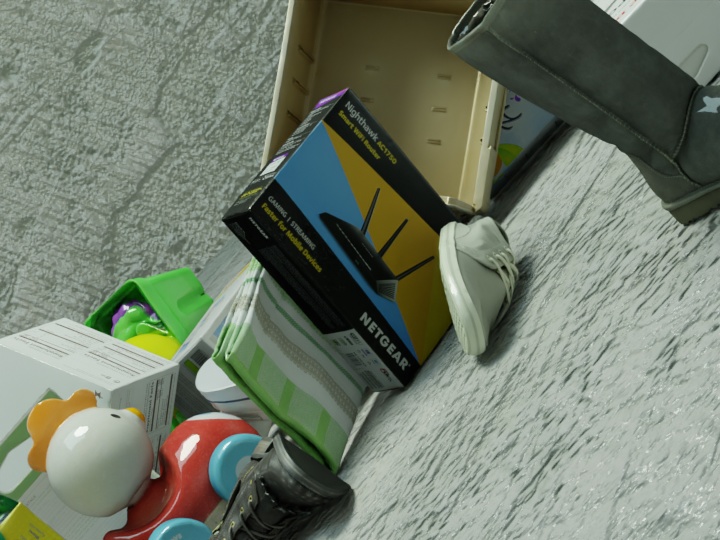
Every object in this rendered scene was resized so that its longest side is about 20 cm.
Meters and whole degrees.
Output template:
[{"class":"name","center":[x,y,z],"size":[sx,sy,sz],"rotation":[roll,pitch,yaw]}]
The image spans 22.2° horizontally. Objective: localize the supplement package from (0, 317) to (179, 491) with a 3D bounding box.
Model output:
[{"class":"supplement package","center":[-0.284,0.173,1.832],"size":[0.111,0.155,0.202],"rotation":[-19,-57,-57]}]

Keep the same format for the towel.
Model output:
[{"class":"towel","center":[-0.040,0.051,1.502],"size":[0.031,0.149,0.201],"rotation":[-30,26,33]}]

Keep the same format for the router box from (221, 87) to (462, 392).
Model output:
[{"class":"router box","center":[0.001,-0.024,1.498],"size":[0.051,0.200,0.149],"rotation":[-13,34,54]}]

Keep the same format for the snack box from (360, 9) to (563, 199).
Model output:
[{"class":"snack box","center":[0.128,-0.197,1.739],"size":[0.200,0.169,0.068],"rotation":[-48,-11,4]}]

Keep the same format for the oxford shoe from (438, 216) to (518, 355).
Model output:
[{"class":"oxford shoe","center":[0.092,0.005,1.406],"size":[0.057,0.076,0.200],"rotation":[-9,18,6]}]

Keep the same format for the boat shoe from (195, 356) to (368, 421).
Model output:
[{"class":"boat shoe","center":[-0.054,0.104,1.643],"size":[0.199,0.070,0.071],"rotation":[-11,41,33]}]

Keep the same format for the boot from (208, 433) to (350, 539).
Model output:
[{"class":"boot","center":[-0.091,0.215,1.406],"size":[0.175,0.069,0.200],"rotation":[-55,6,-11]}]

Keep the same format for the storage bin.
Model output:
[{"class":"storage bin","center":[0.029,-0.159,1.673],"size":[0.094,0.197,0.202],"rotation":[30,-111,-75]}]

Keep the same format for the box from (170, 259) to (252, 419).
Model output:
[{"class":"box","center":[-0.111,0.075,1.916],"size":[0.101,0.112,0.200],"rotation":[-42,10,39]}]

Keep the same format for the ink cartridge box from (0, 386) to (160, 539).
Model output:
[{"class":"ink cartridge box","center":[-0.265,0.223,1.724],"size":[0.146,0.200,0.048],"rotation":[-48,11,-4]}]

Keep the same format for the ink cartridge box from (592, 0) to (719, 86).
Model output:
[{"class":"ink cartridge box","center":[0.237,-0.193,1.490],"size":[0.147,0.083,0.200],"rotation":[-45,8,10]}]

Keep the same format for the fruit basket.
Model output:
[{"class":"fruit basket","center":[-0.218,0.115,1.973],"size":[0.155,0.215,0.216],"rotation":[-38,13,47]}]

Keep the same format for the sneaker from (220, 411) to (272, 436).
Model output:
[{"class":"sneaker","center":[-0.076,0.095,1.779],"size":[0.078,0.099,0.201],"rotation":[141,143,-64]}]

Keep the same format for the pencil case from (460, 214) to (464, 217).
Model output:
[{"class":"pencil case","center":[0.071,-0.093,1.870],"size":[0.200,0.077,0.090],"rotation":[178,113,-78]}]

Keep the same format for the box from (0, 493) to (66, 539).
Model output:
[{"class":"box","center":[-0.244,0.253,1.492],"size":[0.048,0.200,0.117],"rotation":[-50,9,-21]}]

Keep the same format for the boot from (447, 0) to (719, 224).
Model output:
[{"class":"boot","center":[0.173,-0.127,1.123],"size":[0.182,0.200,0.073],"rotation":[-38,13,47]}]

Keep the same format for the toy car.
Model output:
[{"class":"toy car","center":[-0.198,0.169,1.621],"size":[0.177,0.200,0.184],"rotation":[-53,10,-14]}]
